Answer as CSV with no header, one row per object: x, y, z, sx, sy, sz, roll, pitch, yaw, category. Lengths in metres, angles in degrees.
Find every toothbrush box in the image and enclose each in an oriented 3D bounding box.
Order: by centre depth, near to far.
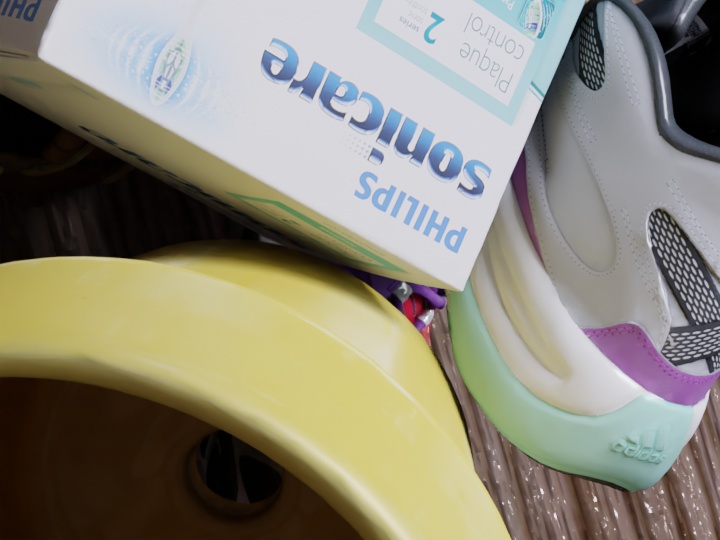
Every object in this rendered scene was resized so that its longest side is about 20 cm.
-0.009,-0.116,0.723,0.146,0.085,0.200,30,82,-38,toothbrush box

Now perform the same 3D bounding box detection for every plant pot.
-0.050,0.079,0.691,0.201,0.201,0.189,63,18,-12,plant pot

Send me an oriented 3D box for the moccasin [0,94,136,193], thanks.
-0.089,-0.060,0.786,0.201,0.078,0.074,3,85,-55,moccasin

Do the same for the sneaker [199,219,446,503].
0.000,0.000,0.865,0.083,0.081,0.200,12,56,-9,sneaker

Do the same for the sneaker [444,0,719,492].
0.061,-0.050,0.782,0.078,0.140,0.200,16,27,-44,sneaker

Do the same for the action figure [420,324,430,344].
0.035,0.072,0.895,0.065,0.099,0.200,33,51,-42,action figure
